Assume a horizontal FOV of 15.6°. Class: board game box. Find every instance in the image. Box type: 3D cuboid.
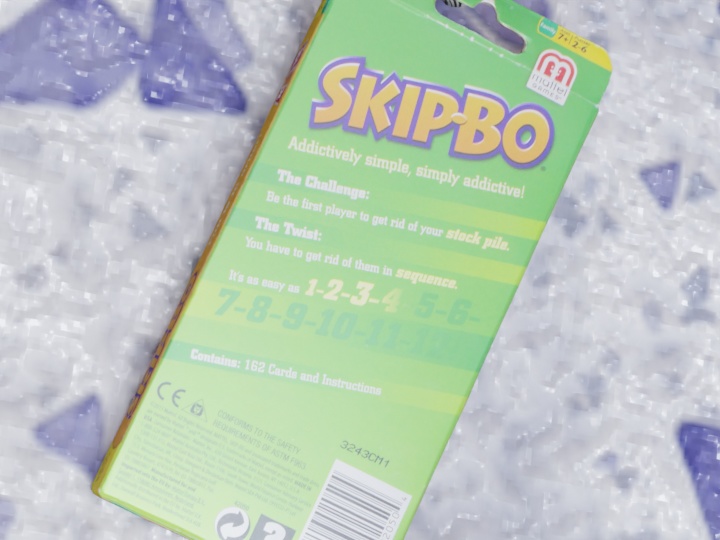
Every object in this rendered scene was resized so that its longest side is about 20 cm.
[{"bbox_3d":[0.000,0.000,0.836,0.095,0.030,0.200,27,83,-11],"label":"board game box"}]

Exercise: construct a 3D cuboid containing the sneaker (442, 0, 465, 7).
[{"bbox_3d":[-0.041,-0.144,0.856,0.200,0.078,0.082,33,97,-13],"label":"sneaker"}]
